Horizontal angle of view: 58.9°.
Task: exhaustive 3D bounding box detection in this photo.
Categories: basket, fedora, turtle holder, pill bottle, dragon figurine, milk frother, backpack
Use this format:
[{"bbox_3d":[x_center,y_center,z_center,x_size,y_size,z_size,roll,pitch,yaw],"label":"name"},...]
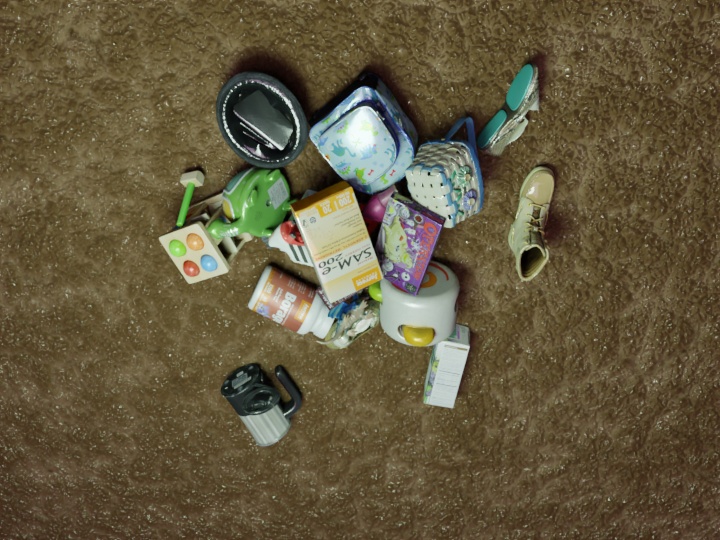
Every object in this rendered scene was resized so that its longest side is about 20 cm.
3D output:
[{"bbox_3d":[0.185,-0.186,1.276,0.137,0.201,0.179,7,131,36],"label":"basket"},{"bbox_3d":[-0.194,-0.315,1.303,0.195,0.092,0.205,3,121,5],"label":"fedora"},{"bbox_3d":[-0.236,-0.135,1.372,0.130,0.189,0.140,15,170,35],"label":"turtle holder"},{"bbox_3d":[-0.159,0.081,1.521,0.197,0.113,0.113,27,120,-9],"label":"pill bottle"},{"bbox_3d":[-0.035,0.108,1.483,0.059,0.200,0.099,54,158,-24],"label":"dragon figurine"},{"bbox_3d":[-0.251,0.368,1.653,0.177,0.201,0.190,-22,116,15],"label":"milk frother"},{"bbox_3d":[0.013,-0.257,1.281,0.181,0.148,0.200,-32,118,27],"label":"backpack"}]

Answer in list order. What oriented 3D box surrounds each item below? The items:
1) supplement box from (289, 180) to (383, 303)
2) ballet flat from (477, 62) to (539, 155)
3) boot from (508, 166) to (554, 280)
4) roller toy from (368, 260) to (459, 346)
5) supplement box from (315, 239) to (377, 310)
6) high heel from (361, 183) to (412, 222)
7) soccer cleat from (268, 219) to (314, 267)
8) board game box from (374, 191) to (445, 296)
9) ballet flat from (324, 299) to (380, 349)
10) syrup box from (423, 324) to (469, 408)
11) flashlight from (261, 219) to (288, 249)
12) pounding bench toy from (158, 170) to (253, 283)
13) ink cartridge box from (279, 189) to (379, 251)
[{"bbox_3d":[-0.046,-0.057,1.266,0.124,0.074,0.203,-24,112,-7],"label":"supplement box"},{"bbox_3d":[0.308,-0.313,1.265,0.074,0.069,0.202,11,130,-25],"label":"ballet flat"},{"bbox_3d":[0.362,-0.097,1.324,0.071,0.157,0.203,14,121,-2],"label":"boot"},{"bbox_3d":[0.133,0.076,1.437,0.180,0.199,0.142,-22,128,-30],"label":"roller toy"},{"bbox_3d":[0.000,0.000,1.452,0.198,0.109,0.061,-34,101,23],"label":"supplement box"},{"bbox_3d":[0.083,-0.117,1.366,0.095,0.068,0.199,-33,142,20],"label":"high heel"},{"bbox_3d":[-0.104,-0.040,1.351,0.198,0.070,0.084,28,141,-35],"label":"soccer cleat"},{"bbox_3d":[0.090,-0.050,1.288,0.118,0.032,0.202,26,135,11],"label":"board game box"},{"bbox_3d":[-0.021,0.144,1.568,0.199,0.071,0.071,-39,110,25],"label":"ballet flat"},{"bbox_3d":[0.213,0.236,1.584,0.079,0.079,0.204,9,121,2],"label":"syrup box"},{"bbox_3d":[-0.129,-0.110,1.436,0.196,0.068,0.069,-20,73,14],"label":"flashlight"},{"bbox_3d":[-0.360,-0.099,1.402,0.122,0.157,0.202,-14,118,29],"label":"pounding bench toy"},{"bbox_3d":[-0.060,-0.086,1.387,0.196,0.048,0.161,13,139,-26],"label":"ink cartridge box"}]
